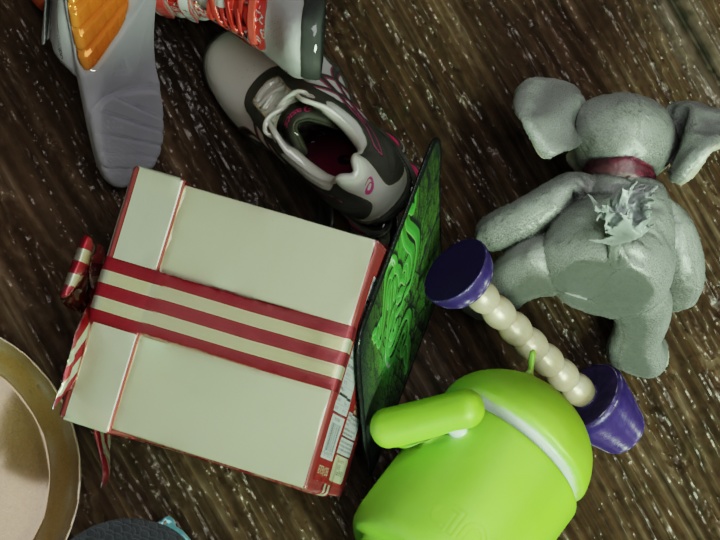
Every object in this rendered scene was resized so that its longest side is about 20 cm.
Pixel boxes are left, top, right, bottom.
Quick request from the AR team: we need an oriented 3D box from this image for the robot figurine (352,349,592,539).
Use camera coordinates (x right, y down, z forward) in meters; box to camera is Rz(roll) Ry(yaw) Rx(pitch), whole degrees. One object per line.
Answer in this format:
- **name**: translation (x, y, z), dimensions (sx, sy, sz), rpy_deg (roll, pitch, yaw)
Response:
- **robot figurine**: translation (0.074, 0.149, 1.652), dimensions (0.200, 0.115, 0.176), rpy_deg (-52, 135, -22)

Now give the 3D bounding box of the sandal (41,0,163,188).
- **sandal**: translation (-0.177, -0.153, 1.674), dimensions (0.079, 0.059, 0.208), rpy_deg (-29, 128, -42)

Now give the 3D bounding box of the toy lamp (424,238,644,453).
- **toy lamp**: translation (0.124, 0.056, 1.712), dimensions (0.200, 0.058, 0.058), rpy_deg (44, 69, -34)

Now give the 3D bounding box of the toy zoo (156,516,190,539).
- **toy zoo**: translation (-0.147, 0.259, 1.652), dimensions (0.130, 0.020, 0.202), rpy_deg (13, 76, -13)

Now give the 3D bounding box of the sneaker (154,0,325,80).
- **sneaker**: translation (-0.084, -0.175, 1.673), dimensions (0.107, 0.202, 0.068), rpy_deg (1, 114, -10)

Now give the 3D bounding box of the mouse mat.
- **mouse mat**: translation (0.027, 0.027, 1.646), dimensions (0.007, 0.200, 0.162), rpy_deg (15, 63, 12)

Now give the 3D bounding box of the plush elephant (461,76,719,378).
- **plush elephant**: translation (0.167, -0.051, 1.733), dimensions (0.163, 0.200, 0.156), rpy_deg (17, 57, -4)

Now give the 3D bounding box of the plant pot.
- **plant pot**: translation (-0.280, 0.132, 1.637), dimensions (0.198, 0.027, 0.202), rpy_deg (3, 78, -15)

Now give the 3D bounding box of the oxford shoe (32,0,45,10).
- **oxford shoe**: translation (-0.164, -0.266, 1.722), dimensions (0.200, 0.071, 0.073), rpy_deg (-43, 88, -18)

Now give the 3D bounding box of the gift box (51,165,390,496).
- **gift box**: translation (-0.091, 0.052, 1.597), dimensions (0.185, 0.185, 0.201), rpy_deg (17, 81, 10)

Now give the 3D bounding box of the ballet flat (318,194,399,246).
- **ballet flat**: translation (0.000, 0.000, 1.716), dimensions (0.067, 0.068, 0.202), rpy_deg (-2, 80, -17)

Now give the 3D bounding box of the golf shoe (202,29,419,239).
- **golf shoe**: translation (-0.039, -0.106, 1.682), dimensions (0.200, 0.088, 0.077), rpy_deg (41, 93, 28)

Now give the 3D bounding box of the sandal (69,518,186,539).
- **sandal**: translation (-0.190, 0.233, 1.612), dimensions (0.076, 0.043, 0.200), rpy_deg (40, 69, 20)
